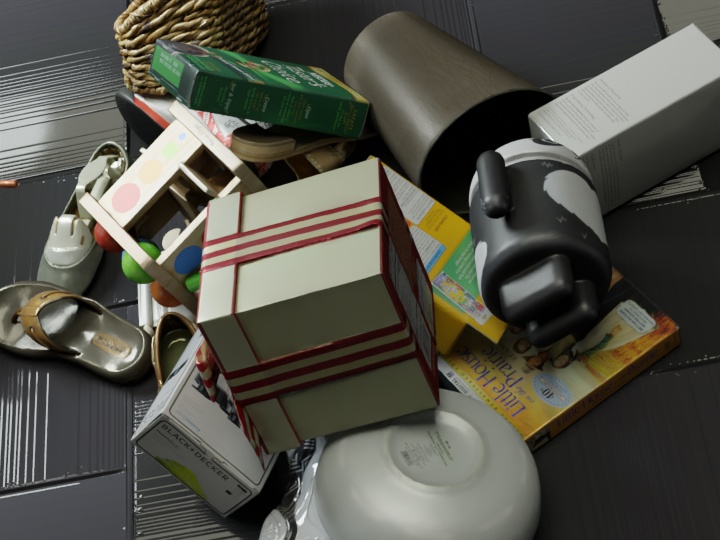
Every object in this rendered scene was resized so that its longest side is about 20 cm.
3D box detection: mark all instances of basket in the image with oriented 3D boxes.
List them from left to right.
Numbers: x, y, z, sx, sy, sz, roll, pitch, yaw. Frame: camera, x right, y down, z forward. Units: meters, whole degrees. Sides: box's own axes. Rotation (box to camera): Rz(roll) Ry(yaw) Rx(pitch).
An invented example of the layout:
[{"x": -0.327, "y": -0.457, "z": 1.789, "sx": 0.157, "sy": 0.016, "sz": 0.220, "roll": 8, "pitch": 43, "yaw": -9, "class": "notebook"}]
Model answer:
[{"x": -0.194, "y": -0.294, "z": 1.913, "sx": 0.141, "sy": 0.150, "sz": 0.200, "roll": 1, "pitch": 29, "yaw": 14, "class": "basket"}, {"x": 0.079, "y": -0.170, "z": 1.801, "sx": 0.179, "sy": 0.137, "sz": 0.200, "roll": -22, "pitch": 44, "yaw": -25, "class": "basket"}]

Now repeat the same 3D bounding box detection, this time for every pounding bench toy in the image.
[{"x": -0.152, "y": -0.031, "z": 1.708, "sx": 0.156, "sy": 0.124, "sz": 0.200, "roll": -46, "pitch": 53, "yaw": -3, "class": "pounding bench toy"}]

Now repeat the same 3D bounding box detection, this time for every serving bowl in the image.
[{"x": 0.060, "y": 0.172, "z": 1.503, "sx": 0.198, "sy": 0.066, "sz": 0.201, "roll": 3, "pitch": 46, "yaw": -3, "class": "serving bowl"}]

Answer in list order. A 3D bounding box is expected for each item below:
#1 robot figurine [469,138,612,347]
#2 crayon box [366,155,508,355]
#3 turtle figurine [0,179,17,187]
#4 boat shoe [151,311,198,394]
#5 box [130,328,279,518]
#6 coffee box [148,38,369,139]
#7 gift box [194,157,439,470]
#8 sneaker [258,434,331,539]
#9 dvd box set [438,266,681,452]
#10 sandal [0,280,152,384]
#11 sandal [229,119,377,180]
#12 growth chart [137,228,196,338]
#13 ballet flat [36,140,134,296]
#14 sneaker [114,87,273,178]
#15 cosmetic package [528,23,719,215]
[{"x": 0.164, "y": -0.030, "z": 1.603, "sx": 0.123, "sy": 0.151, "sz": 0.201, "roll": -1, "pitch": 46, "yaw": -3, "class": "robot figurine"}, {"x": 0.057, "y": -0.007, "z": 1.652, "sx": 0.199, "sy": 0.052, "sz": 0.126, "roll": 35, "pitch": 41, "yaw": 4, "class": "crayon box"}, {"x": -0.416, "y": -0.006, "z": 1.767, "sx": 0.199, "sy": 0.162, "sz": 0.065, "roll": -25, "pitch": 50, "yaw": -8, "class": "turtle figurine"}, {"x": -0.159, "y": 0.123, "z": 1.659, "sx": 0.075, "sy": 0.074, "sz": 0.201, "roll": -23, "pitch": 51, "yaw": -5, "class": "boat shoe"}, {"x": -0.114, "y": 0.110, "z": 1.601, "sx": 0.060, "sy": 0.116, "sz": 0.201, "roll": -38, "pitch": 18, "yaw": 41, "class": "box"}, {"x": -0.103, "y": -0.185, "z": 1.785, "sx": 0.198, "sy": 0.044, "sz": 0.123, "roll": 8, "pitch": 18, "yaw": -30, "class": "coffee box"}, {"x": -0.040, "y": 0.047, "z": 1.503, "sx": 0.185, "sy": 0.201, "sz": 0.185, "roll": -14, "pitch": 34, "yaw": 11, "class": "gift box"}, {"x": -0.014, "y": 0.202, "z": 1.565, "sx": 0.114, "sy": 0.075, "sz": 0.201, "roll": 8, "pitch": 58, "yaw": 17, "class": "sneaker"}, {"x": 0.178, "y": 0.072, "z": 1.647, "sx": 0.199, "sy": 0.030, "sz": 0.146, "roll": -33, "pitch": 52, "yaw": -14, "class": "dvd box set"}, {"x": -0.296, "y": 0.057, "z": 1.748, "sx": 0.199, "sy": 0.055, "sz": 0.082, "roll": 21, "pitch": 75, "yaw": 24, "class": "sandal"}, {"x": -0.061, "y": -0.117, "z": 1.824, "sx": 0.077, "sy": 0.070, "sz": 0.211, "roll": 25, "pitch": 25, "yaw": 34, "class": "sandal"}, {"x": -0.136, "y": 0.010, "z": 1.781, "sx": 0.198, "sy": 0.018, "sz": 0.146, "roll": -5, "pitch": 51, "yaw": 10, "class": "growth chart"}, {"x": -0.293, "y": -0.052, "z": 1.838, "sx": 0.067, "sy": 0.064, "sz": 0.201, "roll": 9, "pitch": 55, "yaw": 20, "class": "ballet flat"}, {"x": -0.163, "y": -0.167, "z": 1.898, "sx": 0.201, "sy": 0.067, "sz": 0.108, "roll": 30, "pitch": 63, "yaw": 27, "class": "sneaker"}, {"x": 0.275, "y": -0.143, "z": 1.746, "sx": 0.199, "sy": 0.108, "sz": 0.085, "roll": -29, "pitch": 50, "yaw": -12, "class": "cosmetic package"}]
